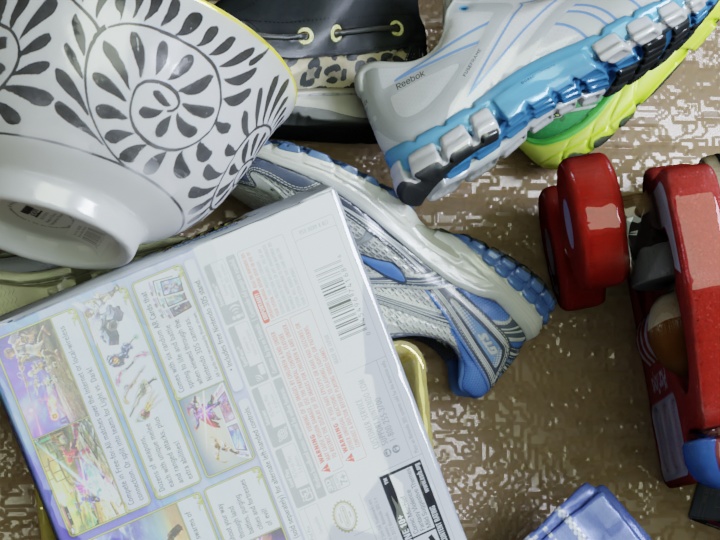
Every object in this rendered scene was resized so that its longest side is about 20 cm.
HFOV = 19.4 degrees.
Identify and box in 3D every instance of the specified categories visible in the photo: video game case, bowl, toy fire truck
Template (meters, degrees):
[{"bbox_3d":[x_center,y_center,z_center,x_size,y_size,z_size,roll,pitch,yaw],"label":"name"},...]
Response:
[{"bbox_3d":[-0.063,0.085,0.997,0.180,0.045,0.201,-22,97,-13],"label":"video game case"},{"bbox_3d":[-0.135,-0.059,0.959,0.199,0.201,0.095,17,72,-11],"label":"bowl"},{"bbox_3d":[0.162,0.024,1.043,0.111,0.200,0.169,-11,83,-2],"label":"toy fire truck"}]

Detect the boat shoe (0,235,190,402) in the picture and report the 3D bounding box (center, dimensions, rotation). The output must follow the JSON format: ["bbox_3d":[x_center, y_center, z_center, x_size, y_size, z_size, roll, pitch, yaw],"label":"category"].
[{"bbox_3d":[-0.168,0.027,1.031,0.199,0.068,0.075,-7,89,-12],"label":"boat shoe"}]

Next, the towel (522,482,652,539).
[{"bbox_3d":[0.089,0.220,1.044,0.200,0.024,0.145,-40,91,-8],"label":"towel"}]

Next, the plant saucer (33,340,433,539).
[{"bbox_3d":[-0.059,0.144,1.048,0.199,0.048,0.201,-7,94,-14],"label":"plant saucer"}]

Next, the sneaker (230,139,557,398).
[{"bbox_3d":[0.000,0.000,1.072,0.199,0.077,0.086,29,86,-7],"label":"sneaker"}]

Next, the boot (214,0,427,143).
[{"bbox_3d":[-0.054,-0.149,1.071,0.202,0.073,0.155,5,82,-22],"label":"boot"}]

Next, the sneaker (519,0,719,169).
[{"bbox_3d":[0.144,-0.145,1.103,0.084,0.074,0.200,42,90,-4],"label":"sneaker"}]

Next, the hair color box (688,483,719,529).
[{"bbox_3d":[0.251,0.116,1.052,0.098,0.200,0.061,20,81,-10],"label":"hair color box"}]

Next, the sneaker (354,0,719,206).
[{"bbox_3d":[0.086,-0.118,1.037,0.199,0.075,0.087,-29,75,-8],"label":"sneaker"}]
